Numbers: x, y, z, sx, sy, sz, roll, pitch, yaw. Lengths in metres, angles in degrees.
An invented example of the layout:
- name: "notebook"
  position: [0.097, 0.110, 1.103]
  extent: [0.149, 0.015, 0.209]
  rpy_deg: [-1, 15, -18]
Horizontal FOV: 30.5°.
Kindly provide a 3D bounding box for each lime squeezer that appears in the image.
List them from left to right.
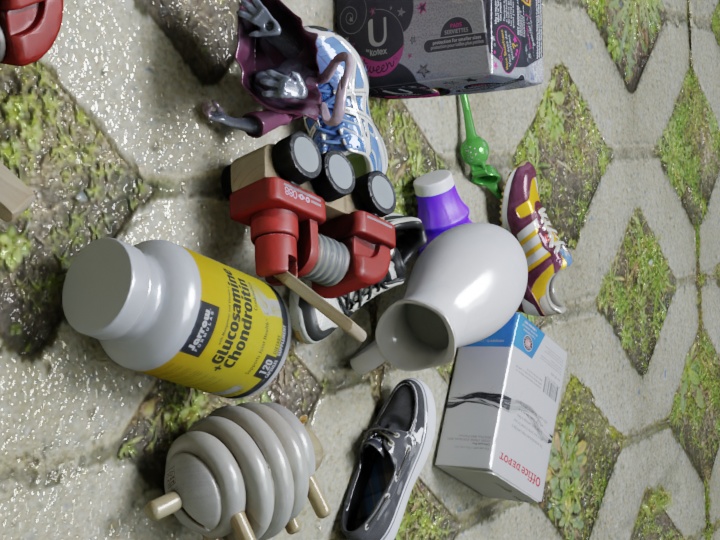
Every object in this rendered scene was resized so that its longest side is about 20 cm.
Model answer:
- name: "lime squeezer"
  position: [0.150, -0.139, 1.652]
  extent: [0.071, 0.037, 0.201]
  rpy_deg: [-96, 162, -56]

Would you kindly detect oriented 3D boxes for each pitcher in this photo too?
- name: "pitcher"
  position: [0.085, 0.037, 1.440]
  extent: [0.122, 0.171, 0.200]
  rpy_deg: [56, 43, -7]

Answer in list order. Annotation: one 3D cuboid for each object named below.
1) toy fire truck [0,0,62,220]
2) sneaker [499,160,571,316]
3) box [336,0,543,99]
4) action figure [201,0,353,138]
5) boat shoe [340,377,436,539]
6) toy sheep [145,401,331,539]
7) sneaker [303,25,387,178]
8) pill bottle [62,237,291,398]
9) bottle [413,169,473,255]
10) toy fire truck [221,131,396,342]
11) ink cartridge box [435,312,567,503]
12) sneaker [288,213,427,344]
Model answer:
- name: "toy fire truck"
  position: [-0.283, -0.155, 0.960]
  extent: [0.176, 0.128, 0.202]
  rpy_deg: [-37, 132, -47]
- name: "sneaker"
  position: [0.230, -0.041, 1.688]
  extent: [0.075, 0.089, 0.202]
  rpy_deg: [-32, 125, -56]
- name: "box"
  position: [0.081, -0.256, 1.403]
  extent: [0.114, 0.198, 0.134]
  rpy_deg: [-2, 91, -53]
- name: "action figure"
  position: [-0.066, -0.189, 1.240]
  extent: [0.200, 0.147, 0.135]
  rpy_deg: [70, 35, -80]
- name: "boat shoe"
  position: [0.024, 0.205, 1.440]
  extent: [0.066, 0.069, 0.202]
  rpy_deg: [40, 65, -48]
- name: "toy sheep"
  position: [-0.109, 0.188, 1.194]
  extent: [0.199, 0.137, 0.140]
  rpy_deg: [-16, 103, -48]
- name: "sneaker"
  position: [-0.020, -0.157, 1.351]
  extent: [0.077, 0.075, 0.201]
  rpy_deg: [-83, 151, -56]
- name: "pill bottle"
  position: [-0.157, 0.039, 1.139]
  extent: [0.199, 0.111, 0.113]
  rpy_deg: [25, 70, -52]
- name: "bottle"
  position: [0.109, -0.017, 1.555]
  extent: [0.083, 0.065, 0.202]
  rpy_deg: [-39, 121, -43]
- name: "toy fire truck"
  position: [-0.033, -0.012, 1.251]
  extent: [0.175, 0.128, 0.202]
  rpy_deg: [23, 57, -46]
- name: "ink cartridge box"
  position: [0.177, 0.171, 1.635]
  extent: [0.144, 0.084, 0.202]
  rpy_deg: [37, 60, -48]
- name: "sneaker"
  position: [0.000, 0.000, 1.384]
  extent: [0.200, 0.087, 0.076]
  rpy_deg: [-53, 132, -38]
